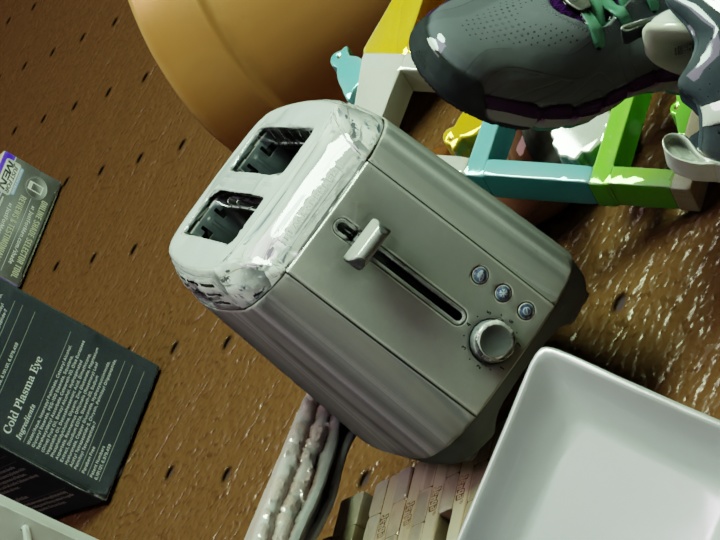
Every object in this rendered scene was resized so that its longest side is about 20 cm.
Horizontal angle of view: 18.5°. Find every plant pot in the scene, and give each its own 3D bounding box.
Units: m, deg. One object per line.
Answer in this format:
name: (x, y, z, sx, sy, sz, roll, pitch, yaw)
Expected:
plant pot: (-0.024, -0.174, 1.281, 0.140, 0.200, 0.200, -26, 36, 27)

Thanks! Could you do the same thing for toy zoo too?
toy zoo: (0.075, -0.093, 1.015, 0.199, 0.020, 0.132, 6, 63, 28)

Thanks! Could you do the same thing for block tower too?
block tower: (0.053, 0.106, 0.919, 0.200, 0.058, 0.054, -31, 36, 49)

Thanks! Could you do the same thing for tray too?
tray: (0.074, 0.138, 0.805, 0.107, 0.022, 0.201, 24, 92, 29)

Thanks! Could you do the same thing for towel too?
towel: (-0.056, 0.173, 0.999, 0.200, 0.032, 0.191, -68, 1, -59)

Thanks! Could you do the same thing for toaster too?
toaster: (0.000, 0.000, 0.950, 0.114, 0.129, 0.200, -53, 15, -6)

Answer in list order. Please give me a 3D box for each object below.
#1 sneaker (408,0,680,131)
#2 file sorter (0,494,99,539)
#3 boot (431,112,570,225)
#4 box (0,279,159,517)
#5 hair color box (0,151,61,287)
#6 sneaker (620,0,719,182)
sneaker: (0.109, -0.113, 0.881, 0.074, 0.200, 0.088, 55, 136, 27)
file sorter: (-0.267, 0.206, 1.305, 0.139, 0.200, 0.125, -54, 24, 15)
boot: (0.055, -0.064, 1.129, 0.200, 0.068, 0.189, -47, 38, 35)
box: (-0.266, 0.083, 1.476, 0.200, 0.182, 0.104, -22, 43, 57)
hair color box: (-0.344, -0.017, 1.931, 0.200, 0.065, 0.110, -26, 39, 52)
sneaker: (0.167, -0.109, 0.830, 0.129, 0.080, 0.200, 7, 71, 18)
